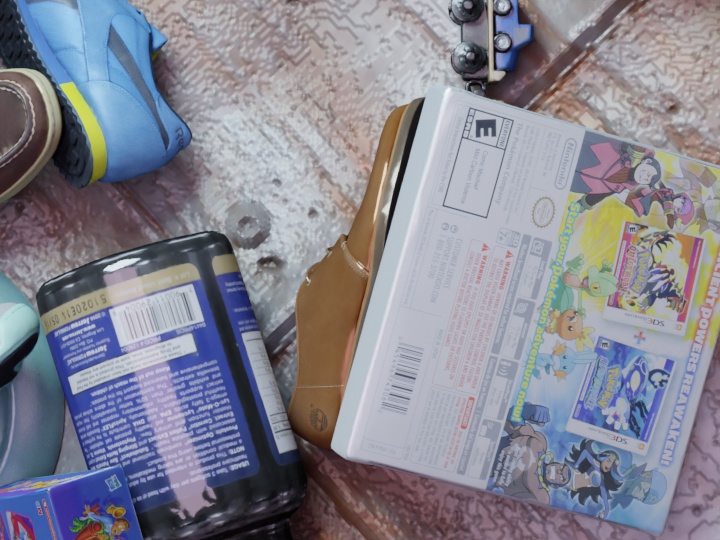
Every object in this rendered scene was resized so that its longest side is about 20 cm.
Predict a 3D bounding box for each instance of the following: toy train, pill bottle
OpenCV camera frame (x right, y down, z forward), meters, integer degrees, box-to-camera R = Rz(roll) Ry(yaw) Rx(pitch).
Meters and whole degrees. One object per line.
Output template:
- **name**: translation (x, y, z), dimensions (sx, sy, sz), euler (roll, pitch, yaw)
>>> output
- **toy train**: translation (0.074, -0.067, 1.385), dimensions (0.046, 0.034, 0.200), euler (-3, 89, -2)
- **pill bottle**: translation (-0.094, 0.088, 1.370), dimensions (0.112, 0.112, 0.200), euler (-18, 85, 9)

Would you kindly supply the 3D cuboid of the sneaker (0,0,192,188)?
- **sneaker**: translation (-0.160, -0.139, 1.421), dimensions (0.078, 0.066, 0.200), euler (-21, 73, -27)

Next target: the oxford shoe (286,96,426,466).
- **oxford shoe**: translation (0.000, 0.000, 1.382), dimensions (0.071, 0.071, 0.200), euler (12, 86, 33)

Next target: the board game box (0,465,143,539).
- **board game box**: translation (-0.146, 0.208, 1.357), dimensions (0.045, 0.134, 0.200), euler (-17, 92, -31)

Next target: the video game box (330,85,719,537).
- **video game box**: translation (0.098, 0.021, 1.340), dimensions (0.182, 0.047, 0.200), euler (16, 91, -13)

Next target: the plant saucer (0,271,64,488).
- **plant saucer**: translation (-0.267, 0.079, 1.443), dimensions (0.200, 0.027, 0.201), euler (0, 89, 10)

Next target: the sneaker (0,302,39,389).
- **sneaker**: translation (-0.284, 0.041, 1.395), dimensions (0.200, 0.078, 0.140), euler (-35, 84, 7)

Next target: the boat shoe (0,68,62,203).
- **boat shoe**: translation (-0.255, -0.058, 1.395), dimensions (0.200, 0.072, 0.072), euler (-15, 88, 27)
